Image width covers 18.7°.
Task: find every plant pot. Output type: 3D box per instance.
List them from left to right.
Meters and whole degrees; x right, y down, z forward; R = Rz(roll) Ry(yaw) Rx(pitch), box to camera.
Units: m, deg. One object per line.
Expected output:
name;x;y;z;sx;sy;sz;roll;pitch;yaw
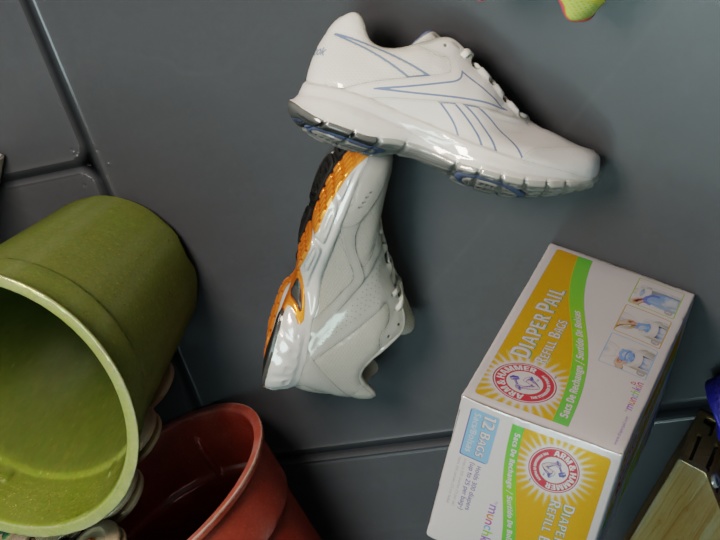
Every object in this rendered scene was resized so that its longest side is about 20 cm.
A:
plant pot;-0.202;0.044;1.475;0.199;0.190;0.201;10;121;17
plant pot;-0.097;0.234;1.551;0.200;0.201;0.195;-22;116;31

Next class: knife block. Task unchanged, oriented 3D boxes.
knife block;0.191;0.207;1.479;0.175;0.064;0.201;-13;112;28

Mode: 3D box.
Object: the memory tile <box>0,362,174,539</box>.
memory tile;-0.204;0.152;1.537;0.153;0.200;0.017;-24;127;33

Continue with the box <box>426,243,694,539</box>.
box;0.127;0.087;1.354;0.101;0.200;0.113;20;124;11

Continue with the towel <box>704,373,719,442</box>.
towel;0.330;0.105;1.372;0.200;0.050;0.148;-24;108;32

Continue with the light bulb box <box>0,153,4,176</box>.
light bulb box;-0.384;-0.024;1.507;0.198;0.200;0.125;22;124;11

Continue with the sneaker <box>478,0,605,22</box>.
sneaker;0.066;-0.204;1.290;0.199;0.078;0.091;24;127;8

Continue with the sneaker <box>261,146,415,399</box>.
sneaker;0.000;0.000;1.449;0.092;0.076;0.201;14;123;-8

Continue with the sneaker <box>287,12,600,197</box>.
sneaker;0.059;-0.100;1.352;0.199;0.075;0.087;19;83;-8
